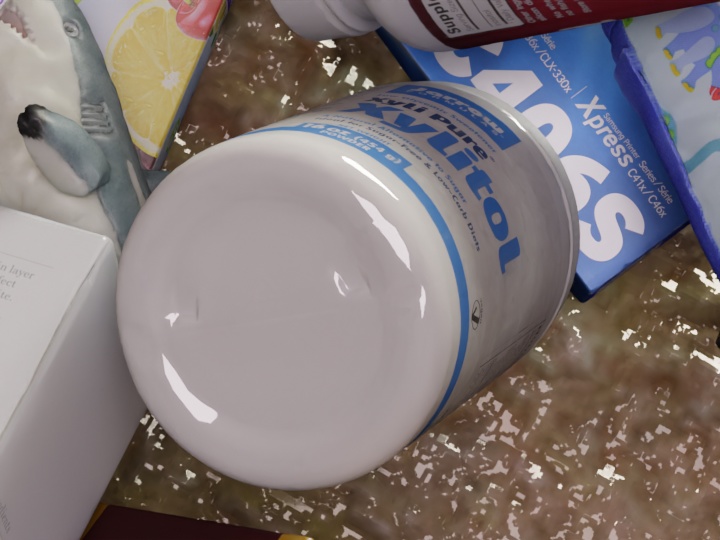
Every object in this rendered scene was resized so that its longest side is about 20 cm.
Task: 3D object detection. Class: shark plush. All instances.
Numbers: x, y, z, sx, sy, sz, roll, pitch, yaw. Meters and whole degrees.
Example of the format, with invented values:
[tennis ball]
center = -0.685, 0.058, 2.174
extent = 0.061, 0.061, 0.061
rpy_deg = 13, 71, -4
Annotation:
[shark plush]
center = -0.084, -0.019, 1.104
extent = 0.200, 0.091, 0.083
rpy_deg = 45, 48, -9

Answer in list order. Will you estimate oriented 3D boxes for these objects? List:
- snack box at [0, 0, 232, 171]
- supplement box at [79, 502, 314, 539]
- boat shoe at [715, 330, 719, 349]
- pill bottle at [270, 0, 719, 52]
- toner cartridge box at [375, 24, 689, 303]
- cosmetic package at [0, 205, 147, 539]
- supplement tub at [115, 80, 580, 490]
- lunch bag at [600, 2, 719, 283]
[snack box]
center = -0.154, -0.091, 1.165
extent = 0.168, 0.068, 0.200
rpy_deg = 23, 83, -1
[supplement box]
center = -0.071, 0.208, 1.031
extent = 0.133, 0.200, 0.197
rpy_deg = 42, 72, -21
[boat shoe]
center = 0.211, 0.101, 1.153
extent = 0.073, 0.075, 0.200
rpy_deg = -41, 85, -5
[pill bottle]
center = 0.063, -0.147, 1.082
extent = 0.200, 0.113, 0.113
rpy_deg = -8, 84, 28
[toner cartridge box]
center = 0.072, -0.094, 1.184
extent = 0.095, 0.043, 0.200
rpy_deg = -37, 86, -6
[cosmetic package]
center = -0.214, 0.070, 1.052
extent = 0.199, 0.123, 0.200
rpy_deg = 16, 58, 16
[supplement tub]
center = 0.000, 0.000, 1.078
extent = 0.132, 0.200, 0.132
rpy_deg = 4, 102, 18
[lunch bag]
center = 0.214, -0.055, 1.117
extent = 0.200, 0.128, 0.170
rpy_deg = -15, 67, -19
